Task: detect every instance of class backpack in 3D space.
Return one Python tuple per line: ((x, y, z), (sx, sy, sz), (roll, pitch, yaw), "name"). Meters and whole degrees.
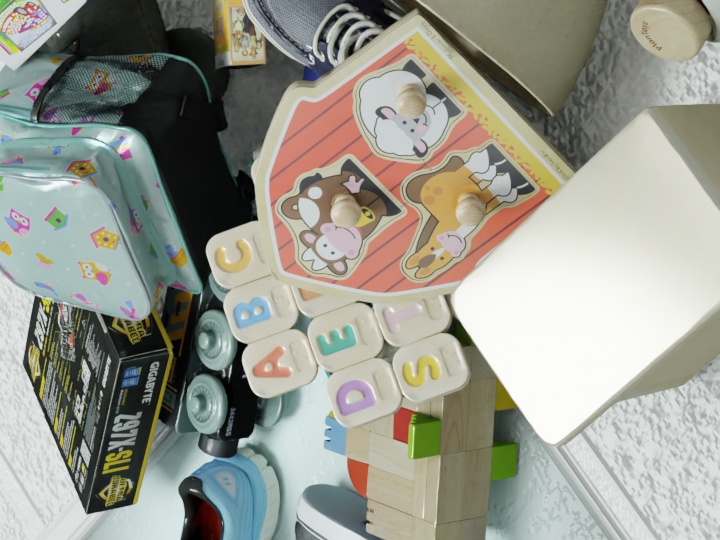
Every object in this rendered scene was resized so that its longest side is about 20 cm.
((-0.200, -0.065, 1.734), (0.199, 0.153, 0.176), (15, 143, 35), "backpack")

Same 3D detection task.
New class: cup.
((0.091, -0.217, 1.577), (0.200, 0.200, 0.143), (40, 94, 28), "cup")

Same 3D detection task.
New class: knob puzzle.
((0.019, -0.049, 1.576), (0.220, 0.219, 0.031), (-60, 19, 29), "knob puzzle")

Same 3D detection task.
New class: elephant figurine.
((-0.170, -0.138, 1.844), (0.141, 0.155, 0.200), (-40, 80, -9), "elephant figurine")

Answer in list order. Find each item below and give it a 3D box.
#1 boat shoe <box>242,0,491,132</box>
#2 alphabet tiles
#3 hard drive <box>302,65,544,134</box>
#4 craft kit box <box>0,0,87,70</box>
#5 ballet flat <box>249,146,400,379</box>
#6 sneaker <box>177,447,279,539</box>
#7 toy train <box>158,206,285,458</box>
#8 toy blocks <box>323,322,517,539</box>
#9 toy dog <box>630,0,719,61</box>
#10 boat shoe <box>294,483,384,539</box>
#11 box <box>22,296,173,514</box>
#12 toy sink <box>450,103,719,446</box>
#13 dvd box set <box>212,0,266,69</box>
((0.001, -0.154, 1.619), (0.199, 0.093, 0.075), (29, 95, 10), "boat shoe")
((0.000, 0.000, 1.649), (0.195, 0.015, 0.201), (-20, 80, 3), "alphabet tiles")
((0.033, -0.068, 1.713), (0.199, 0.025, 0.133), (22, 111, 35), "hard drive")
((-0.196, -0.265, 1.755), (0.197, 0.200, 0.048), (-38, 117, 20), "craft kit box")
((-0.016, -0.008, 1.704), (0.072, 0.072, 0.201), (-38, 62, 36), "ballet flat")
((-0.113, 0.241, 1.863), (0.078, 0.090, 0.201), (0, 98, 39), "sneaker")
((-0.107, 0.039, 1.836), (0.114, 0.085, 0.201), (28, 114, 43), "toy train")
((0.031, 0.114, 1.735), (0.136, 0.100, 0.201), (15, 106, 49), "toy blocks")
((0.257, -0.175, 1.487), (0.132, 0.096, 0.200), (-54, 22, -9), "toy dog")
((0.021, 0.230, 1.762), (0.199, 0.073, 0.068), (28, 115, 35), "boat shoe")
((-0.207, 0.068, 1.874), (0.200, 0.049, 0.160), (108, 145, -46), "box")
((0.182, 0.004, 1.571), (0.200, 0.112, 0.131), (-45, 69, 29), "toy sink")
((-0.092, -0.246, 1.745), (0.146, 0.029, 0.201), (-148, 55, -82), "dvd box set")
